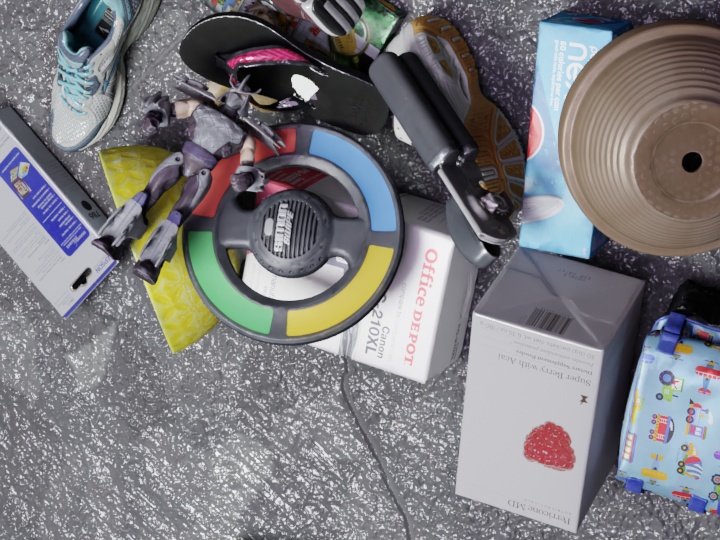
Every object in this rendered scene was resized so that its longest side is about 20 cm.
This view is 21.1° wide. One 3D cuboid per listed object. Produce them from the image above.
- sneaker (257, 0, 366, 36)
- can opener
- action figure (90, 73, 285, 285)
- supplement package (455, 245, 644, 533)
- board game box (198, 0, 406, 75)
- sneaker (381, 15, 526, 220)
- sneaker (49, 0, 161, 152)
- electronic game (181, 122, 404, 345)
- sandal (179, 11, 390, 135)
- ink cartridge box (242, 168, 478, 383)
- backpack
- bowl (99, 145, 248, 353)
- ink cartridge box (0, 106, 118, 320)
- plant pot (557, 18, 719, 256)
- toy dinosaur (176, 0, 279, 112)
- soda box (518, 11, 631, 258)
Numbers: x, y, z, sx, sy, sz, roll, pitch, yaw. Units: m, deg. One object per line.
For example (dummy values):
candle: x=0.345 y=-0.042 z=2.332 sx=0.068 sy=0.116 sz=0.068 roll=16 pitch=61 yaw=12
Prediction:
sneaker: x=-0.091 y=-0.280 z=1.684 sx=0.115 sy=0.076 sz=0.200 roll=16 pitch=152 yaw=52
can opener: x=0.064 y=-0.093 z=1.646 sx=0.067 sy=0.053 sz=0.201 roll=-47 pitch=64 yaw=34
action figure: x=-0.148 y=-0.086 z=1.676 sx=0.130 sy=0.069 sz=0.201 roll=31 pitch=83 yaw=13
supplement package: x=0.164 y=0.104 z=1.689 sx=0.121 sy=0.120 sz=0.201 roll=16 pitch=126 yaw=18
board game box: x=-0.063 y=-0.247 z=1.773 sx=0.200 sy=0.023 sz=0.105 roll=36 pitch=114 yaw=11
sneaker: x=0.078 y=-0.122 z=1.716 sx=0.088 sy=0.075 sz=0.201 roll=-34 pitch=73 yaw=40
sneaker: x=-0.264 y=-0.202 z=1.839 sx=0.077 sy=0.086 sz=0.201 roll=29 pitch=114 yaw=15
electronic game: x=-0.060 y=-0.033 z=1.700 sx=0.199 sy=0.042 sz=0.201 roll=-2 pitch=77 yaw=9
sandal: x=-0.070 y=-0.170 z=1.709 sx=0.199 sy=0.045 sz=0.075 roll=22 pitch=129 yaw=7
ink cartridge box: x=0.000 y=0.000 z=1.778 sx=0.199 sy=0.084 sz=0.146 roll=17 pitch=110 yaw=19
backpack: x=0.332 y=0.126 z=1.640 sx=0.199 sy=0.135 sz=0.184 roll=19 pitch=112 yaw=15
bowl: x=-0.161 y=-0.035 z=1.807 sx=0.107 sy=0.200 sz=0.201 roll=-20 pitch=97 yaw=-4
ink cartridge box: x=-0.323 y=-0.057 z=1.934 sx=0.099 sy=0.039 sz=0.200 roll=-43 pitch=84 yaw=27
plant pot: x=0.265 y=-0.099 z=1.589 sx=0.199 sy=0.093 sz=0.202 roll=0 pitch=109 yaw=1
toy dinosaur: x=-0.082 y=-0.191 z=1.766 sx=0.199 sy=0.058 sz=0.102 roll=-7 pitch=118 yaw=26
soda box: x=0.185 y=-0.117 z=1.674 sx=0.067 sy=0.064 sz=0.201 roll=11 pitch=108 yaw=21
